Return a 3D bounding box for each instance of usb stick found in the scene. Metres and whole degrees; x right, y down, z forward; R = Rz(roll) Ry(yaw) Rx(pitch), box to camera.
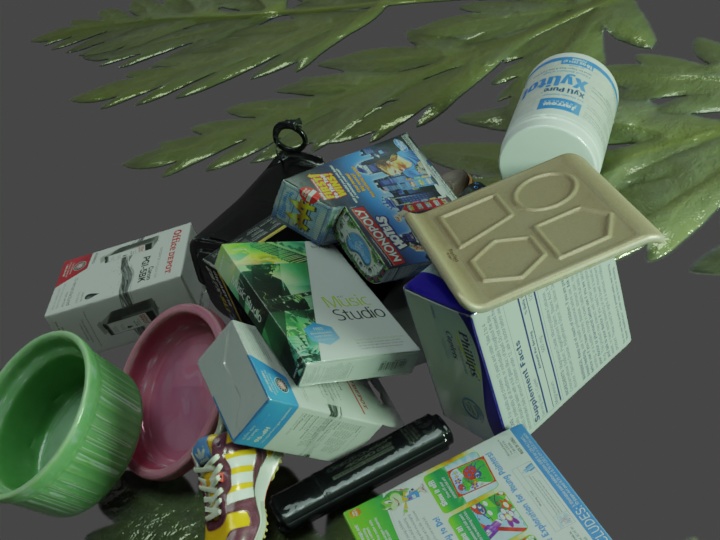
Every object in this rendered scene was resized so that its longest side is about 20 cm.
[{"bbox_3d":[0.000,0.205,1.173,0.200,0.033,0.055,-27,25,-9],"label":"usb stick"}]

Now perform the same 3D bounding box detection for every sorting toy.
[{"bbox_3d":[0.160,-0.035,1.098,0.199,0.037,0.185,-19,33,-6],"label":"sorting toy"}]

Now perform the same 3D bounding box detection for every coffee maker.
[{"bbox_3d":[-0.125,-0.058,1.492,0.134,0.192,0.200,-10,29,42],"label":"coffee maker"}]

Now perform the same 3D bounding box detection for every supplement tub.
[{"bbox_3d":[0.263,-0.187,1.517,0.132,0.132,0.200,-5,34,24],"label":"supplement tub"}]

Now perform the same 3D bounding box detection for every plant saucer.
[{"bbox_3d":[-0.200,0.139,1.298,0.200,0.051,0.201,-22,58,40],"label":"plant saucer"}]

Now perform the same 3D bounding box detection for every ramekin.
[{"bbox_3d":[-0.337,0.178,1.291,0.200,0.098,0.200,-24,48,30],"label":"ramekin"}]

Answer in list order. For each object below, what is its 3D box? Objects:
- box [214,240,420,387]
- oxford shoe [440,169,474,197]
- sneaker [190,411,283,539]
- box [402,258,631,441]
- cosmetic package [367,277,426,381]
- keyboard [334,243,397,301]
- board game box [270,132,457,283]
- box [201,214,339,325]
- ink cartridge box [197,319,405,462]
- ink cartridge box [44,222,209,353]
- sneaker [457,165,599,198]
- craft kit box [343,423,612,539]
[{"bbox_3d":[-0.047,0.039,1.208,0.144,0.036,0.200,-3,37,-36],"label":"box"},{"bbox_3d":[0.073,-0.088,1.534,0.200,0.073,0.071,-38,35,-25],"label":"oxford shoe"},{"bbox_3d":[-0.138,0.215,1.153,0.075,0.090,0.200,-31,31,33],"label":"sneaker"},{"bbox_3d":[0.164,0.045,1.173,0.200,0.184,0.105,-37,37,-25],"label":"box"},{"bbox_3d":[0.027,0.059,1.328,0.199,0.090,0.107,-22,28,5],"label":"cosmetic package"},{"bbox_3d":[0.000,0.000,1.342,0.104,0.040,0.200,21,43,19],"label":"keyboard"},{"bbox_3d":[0.013,-0.060,1.298,0.199,0.062,0.200,-12,52,-31],"label":"board game box"},{"bbox_3d":[-0.073,0.004,1.398,0.200,0.160,0.049,-34,34,-21],"label":"box"},{"bbox_3d":[-0.058,0.132,1.198,0.068,0.200,0.116,-50,46,21],"label":"ink cartridge box"},{"bbox_3d":[-0.312,0.027,1.579,0.199,0.083,0.147,-17,31,8],"label":"ink cartridge box"},{"bbox_3d":[0.192,-0.093,1.442,0.200,0.073,0.112,-32,39,1],"label":"sneaker"},{"bbox_3d":[0.105,0.247,1.037,0.197,0.049,0.200,-23,31,-7],"label":"craft kit box"}]
